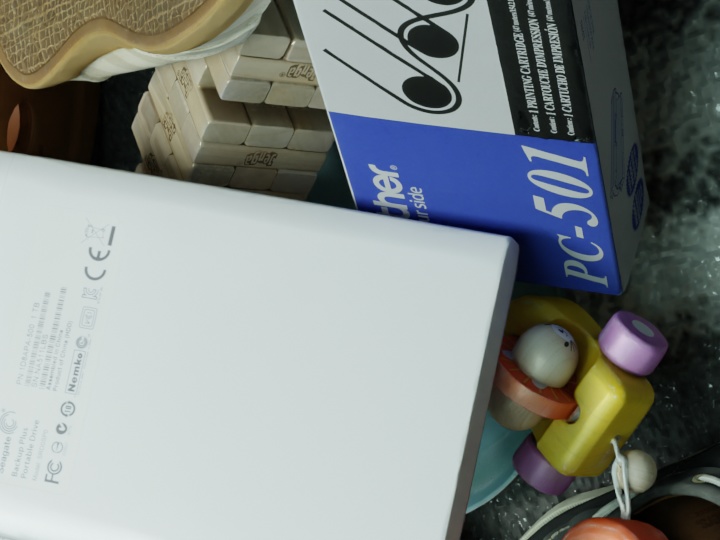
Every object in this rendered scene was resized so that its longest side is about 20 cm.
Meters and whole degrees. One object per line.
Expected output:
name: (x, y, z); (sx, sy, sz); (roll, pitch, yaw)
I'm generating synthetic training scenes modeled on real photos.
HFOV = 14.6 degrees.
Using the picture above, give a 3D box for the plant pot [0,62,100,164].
plant pot: (-0.193, -0.067, 1.108); (0.140, 0.200, 0.201); (10, 115, 18)

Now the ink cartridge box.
ink cartridge box: (0.036, -0.069, 0.910); (0.094, 0.044, 0.200); (8, 149, 16)

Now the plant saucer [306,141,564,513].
plant saucer: (0.000, 0.000, 1.077); (0.200, 0.027, 0.201); (16, 118, 33)

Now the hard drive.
hard drive: (-0.056, 0.037, 0.963); (0.199, 0.025, 0.132); (10, 80, 16)

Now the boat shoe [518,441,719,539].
boat shoe: (0.090, 0.118, 1.028); (0.200, 0.068, 0.072); (-38, 85, 43)

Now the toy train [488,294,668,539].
toy train: (0.036, 0.077, 0.989); (0.200, 0.056, 0.151); (17, 97, 41)

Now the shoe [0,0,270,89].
shoe: (-0.069, -0.105, 0.960); (0.200, 0.053, 0.070); (-10, 94, 61)

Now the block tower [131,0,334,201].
block tower: (-0.060, -0.026, 1.049); (0.200, 0.054, 0.058); (-62, 36, 38)

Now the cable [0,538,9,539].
cable: (-0.126, 0.093, 1.084); (0.200, 0.199, 0.070); (142, 136, -65)
